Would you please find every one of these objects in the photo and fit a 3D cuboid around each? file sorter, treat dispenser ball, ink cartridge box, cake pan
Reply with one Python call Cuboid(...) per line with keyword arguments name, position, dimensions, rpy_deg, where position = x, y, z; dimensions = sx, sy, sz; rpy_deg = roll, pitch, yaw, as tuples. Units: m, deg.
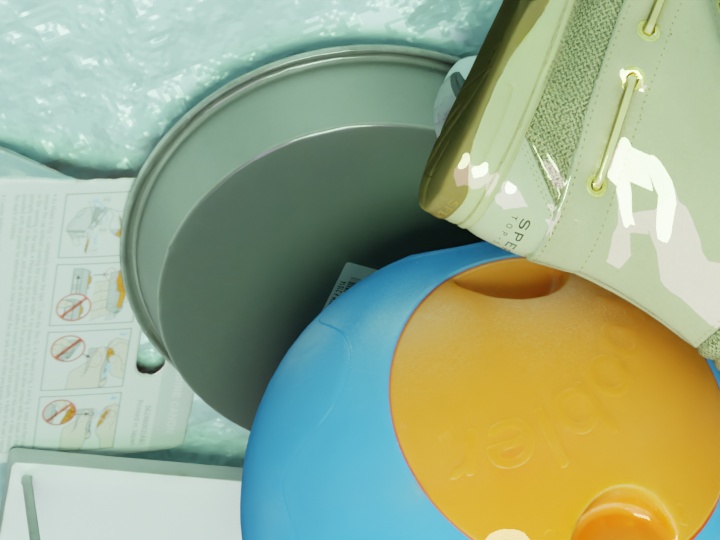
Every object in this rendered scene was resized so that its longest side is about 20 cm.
Cuboid(name="file sorter", position=(-0.095, 0.200, 0.994), dimensions=(0.137, 0.125, 0.202), rpy_deg=(6, 112, -16))
Cuboid(name="treat dispenser ball", position=(0.053, 0.090, 0.861), dimensions=(0.199, 0.202, 0.202), rpy_deg=(0, 129, 0))
Cuboid(name="ink cartridge box", position=(-0.164, 0.011, 0.963), dimensions=(0.198, 0.047, 0.161), rpy_deg=(-3, 130, -20))
Cuboid(name="cake pan", position=(0.000, 0.000, 0.936), dimensions=(0.198, 0.037, 0.202), rpy_deg=(-4, 129, -5))

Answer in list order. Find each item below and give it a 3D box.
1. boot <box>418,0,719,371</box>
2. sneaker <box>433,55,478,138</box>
Cuboid(name="boot", position=(0.129, -0.073, 0.800), dimensions=(0.155, 0.201, 0.073), rpy_deg=(30, 167, -8))
Cuboid(name="sneaker", position=(0.115, -0.044, 0.885), dimensions=(0.199, 0.088, 0.074), rpy_deg=(21, 157, -25))
